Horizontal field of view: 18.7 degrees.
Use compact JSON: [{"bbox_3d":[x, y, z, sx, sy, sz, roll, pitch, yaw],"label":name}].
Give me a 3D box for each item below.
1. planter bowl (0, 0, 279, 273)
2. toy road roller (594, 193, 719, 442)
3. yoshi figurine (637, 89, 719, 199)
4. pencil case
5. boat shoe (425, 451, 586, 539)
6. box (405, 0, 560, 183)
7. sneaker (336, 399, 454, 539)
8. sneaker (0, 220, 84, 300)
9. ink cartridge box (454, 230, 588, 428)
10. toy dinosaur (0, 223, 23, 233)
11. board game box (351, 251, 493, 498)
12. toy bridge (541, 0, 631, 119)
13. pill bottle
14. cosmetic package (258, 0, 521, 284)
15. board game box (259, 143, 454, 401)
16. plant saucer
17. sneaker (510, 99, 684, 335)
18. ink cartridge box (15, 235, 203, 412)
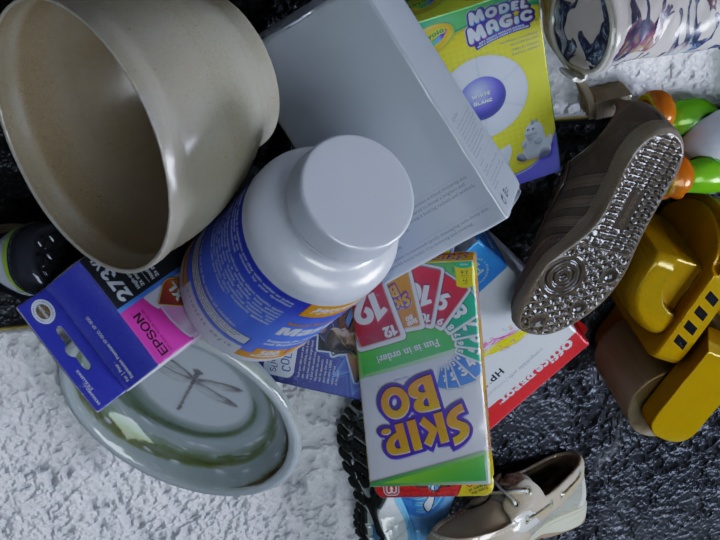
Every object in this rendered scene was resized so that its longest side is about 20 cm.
[{"bbox_3d":[-0.142,-0.115,1.502,0.135,0.200,0.200,-28,133,-33],"label":"planter bowl"},{"bbox_3d":[0.243,0.027,1.775,0.146,0.123,0.200,19,117,-31],"label":"toy road roller"},{"bbox_3d":[0.321,-0.106,1.733,0.200,0.112,0.113,-3,117,-23],"label":"yoshi figurine"},{"bbox_3d":[0.228,-0.192,1.618,0.200,0.078,0.090,-14,111,-35],"label":"pencil case"},{"bbox_3d":[0.125,0.202,1.860,0.200,0.072,0.065,-14,115,-46],"label":"boat shoe"},{"bbox_3d":[0.082,-0.148,1.645,0.117,0.048,0.200,-19,126,-8],"label":"box"},{"bbox_3d":[0.038,0.166,1.841,0.090,0.078,0.200,-27,136,-22],"label":"sneaker"},{"bbox_3d":[-0.202,-0.005,1.624,0.083,0.072,0.200,-11,165,42],"label":"sneaker"},{"bbox_3d":[0.101,0.048,1.772,0.116,0.067,0.200,-42,126,11],"label":"ink cartridge box"},{"bbox_3d":[-0.337,0.010,1.594,0.200,0.058,0.101,-47,145,-3],"label":"toy dinosaur"},{"bbox_3d":[0.047,0.084,1.654,0.095,0.030,0.200,-2,112,10],"label":"board game box"},{"bbox_3d":[0.172,-0.203,1.654,0.067,0.027,0.200,-14,128,-12],"label":"toy bridge"},{"bbox_3d":[-0.041,-0.017,1.499,0.112,0.112,0.200,4,159,-24],"label":"pill bottle"},{"bbox_3d":[0.015,-0.106,1.561,0.113,0.081,0.200,-27,101,19],"label":"cosmetic package"},{"bbox_3d":[0.000,0.000,1.663,0.135,0.034,0.200,13,111,5],"label":"board game box"},{"bbox_3d":[-0.133,0.094,1.687,0.200,0.050,0.200,14,139,13],"label":"plant saucer"},{"bbox_3d":[0.178,-0.042,1.700,0.070,0.076,0.200,25,110,-32],"label":"sneaker"},{"bbox_3d":[-0.148,0.013,1.572,0.200,0.095,0.037,-38,180,-43],"label":"ink cartridge box"}]
